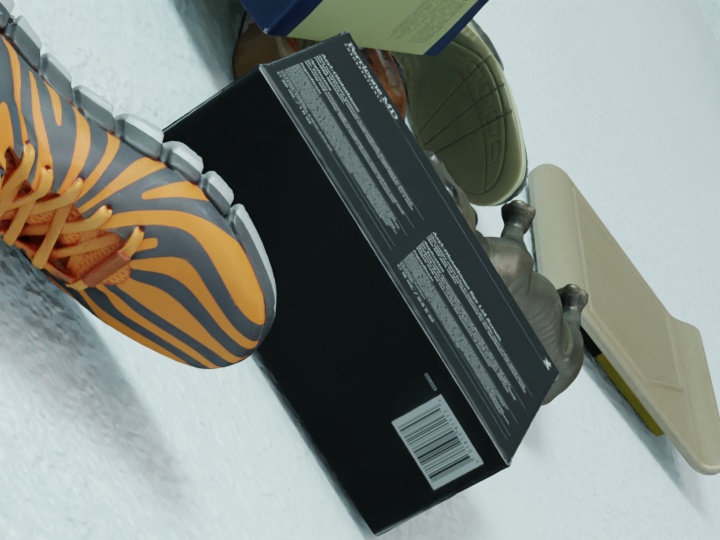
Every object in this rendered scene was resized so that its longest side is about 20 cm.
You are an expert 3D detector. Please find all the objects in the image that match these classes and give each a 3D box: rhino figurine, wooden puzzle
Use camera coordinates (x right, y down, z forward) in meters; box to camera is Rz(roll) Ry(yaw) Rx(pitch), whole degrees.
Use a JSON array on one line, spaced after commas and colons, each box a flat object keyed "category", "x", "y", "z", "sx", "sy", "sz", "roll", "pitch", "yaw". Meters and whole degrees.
[{"category": "rhino figurine", "x": 0.070, "y": 0.002, "z": 1.021, "sx": 0.200, "sy": 0.060, "sz": 0.088, "roll": 49, "pitch": 36, "yaw": -43}, {"category": "wooden puzzle", "x": 0.187, "y": 0.036, "z": 1.340, "sx": 0.200, "sy": 0.037, "sz": 0.185, "roll": 45, "pitch": 24, "yaw": -24}]

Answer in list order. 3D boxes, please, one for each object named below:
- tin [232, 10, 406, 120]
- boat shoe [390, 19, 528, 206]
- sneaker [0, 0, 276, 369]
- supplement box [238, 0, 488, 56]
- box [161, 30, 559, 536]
[{"category": "tin", "x": -0.022, "y": -0.105, "z": 1.013, "sx": 0.112, "sy": 0.042, "sz": 0.200, "roll": 56, "pitch": 19, "yaw": -23}, {"category": "boat shoe", "x": 0.064, "y": -0.126, "z": 1.205, "sx": 0.066, "sy": 0.072, "sz": 0.201, "roll": 18, "pitch": 40, "yaw": -55}, {"category": "sneaker", "x": -0.115, "y": -0.019, "z": 0.614, "sx": 0.200, "sy": 0.078, "sz": 0.112, "roll": 42, "pitch": 27, "yaw": -15}, {"category": "supplement box", "x": -0.015, "y": -0.235, "z": 0.987, "sx": 0.200, "sy": 0.134, "sz": 0.200, "roll": 53, "pitch": 23, "yaw": 16}, {"category": "box", "x": 0.000, "y": 0.000, "z": 0.849, "sx": 0.200, "sy": 0.079, "sz": 0.141, "roll": 58, "pitch": 22, "yaw": -3}]
